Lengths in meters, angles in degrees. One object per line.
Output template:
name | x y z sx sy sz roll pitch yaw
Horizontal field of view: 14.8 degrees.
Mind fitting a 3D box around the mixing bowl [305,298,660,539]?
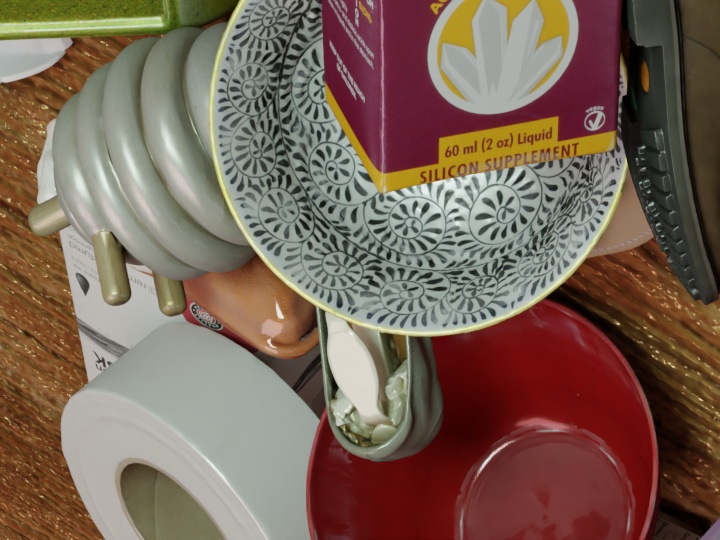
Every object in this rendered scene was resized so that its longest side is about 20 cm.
mixing bowl | 0.081 0.122 1.485 0.199 0.201 0.108 24 173 29

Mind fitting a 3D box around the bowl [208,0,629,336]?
bowl | 0.037 -0.075 1.305 0.199 0.094 0.202 2 99 15

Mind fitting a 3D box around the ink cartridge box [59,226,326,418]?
ink cartridge box | -0.093 0.026 1.641 0.146 0.083 0.201 27 147 23

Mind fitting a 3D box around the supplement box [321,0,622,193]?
supplement box | 0.045 -0.145 1.143 0.086 0.110 0.201 -120 23 -52

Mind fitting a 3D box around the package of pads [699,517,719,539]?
package of pads | 0.238 0.146 1.365 0.076 0.121 0.200 47 151 -10

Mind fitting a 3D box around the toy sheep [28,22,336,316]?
toy sheep | -0.092 -0.055 1.409 0.199 0.138 0.138 -21 118 24

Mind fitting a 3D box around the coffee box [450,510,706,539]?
coffee box | 0.126 0.181 1.586 0.199 0.080 0.113 24 149 30

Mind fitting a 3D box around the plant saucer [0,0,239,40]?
plant saucer | -0.164 -0.180 1.377 0.199 0.048 0.200 -2 141 2

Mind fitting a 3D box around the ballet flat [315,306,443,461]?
ballet flat | 0.000 0.000 1.429 0.067 0.064 0.201 -10 91 29

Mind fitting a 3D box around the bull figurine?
bull figurine | -0.082 -0.028 1.510 0.200 0.121 0.065 38 149 18

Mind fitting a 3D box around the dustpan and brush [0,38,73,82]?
dustpan and brush | -0.282 -0.155 1.588 0.199 0.057 0.140 -4 128 28

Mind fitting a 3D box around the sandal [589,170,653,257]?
sandal | 0.078 -0.016 1.392 0.078 0.070 0.211 50 150 -15

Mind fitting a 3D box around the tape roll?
tape roll | -0.080 0.132 1.581 0.202 0.071 0.203 35 147 27

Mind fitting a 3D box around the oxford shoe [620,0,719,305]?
oxford shoe | 0.155 -0.075 1.194 0.073 0.084 0.201 -117 15 -56
